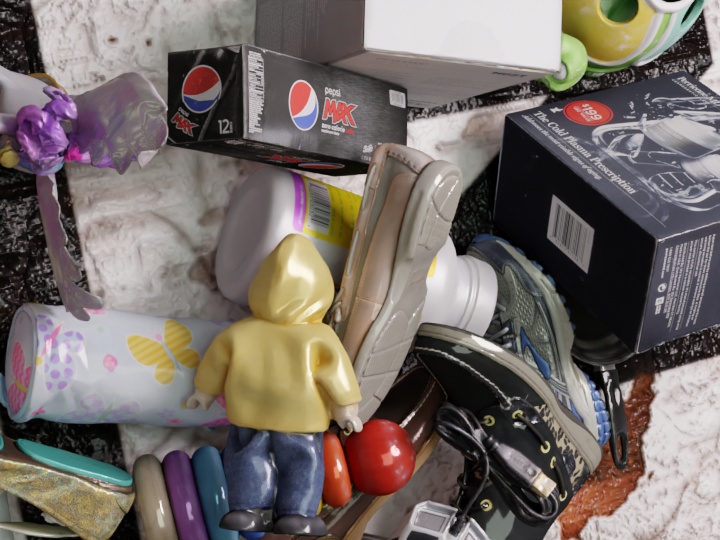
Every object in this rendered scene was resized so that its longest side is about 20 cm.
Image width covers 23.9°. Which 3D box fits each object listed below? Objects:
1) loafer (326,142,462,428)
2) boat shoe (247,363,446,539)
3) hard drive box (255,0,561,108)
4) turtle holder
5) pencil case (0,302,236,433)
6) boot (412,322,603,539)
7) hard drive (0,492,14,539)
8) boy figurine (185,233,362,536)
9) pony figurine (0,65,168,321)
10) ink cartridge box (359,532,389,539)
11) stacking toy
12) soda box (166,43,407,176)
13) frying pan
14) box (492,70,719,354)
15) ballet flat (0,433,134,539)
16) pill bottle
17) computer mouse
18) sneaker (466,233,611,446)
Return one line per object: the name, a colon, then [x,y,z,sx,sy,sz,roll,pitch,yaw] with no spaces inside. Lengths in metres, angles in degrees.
loafer: [0.011,0.009,1.184,0.072,0.063,0.202,-9,123,-61]
boat shoe: [-0.005,0.144,1.273,0.070,0.070,0.200,45,71,-22]
hard drive box: [0.030,-0.173,1.229,0.155,0.200,0.078,3,87,-26]
turtle holder: [0.197,-0.228,1.348,0.184,0.131,0.142,-17,96,-25]
pencil case: [-0.151,0.071,1.199,0.198,0.091,0.084,7,64,-26]
boot: [0.086,0.147,1.240,0.203,0.073,0.155,42,68,-35]
hard drive: [-0.302,0.191,1.155,0.131,0.026,0.202,-10,92,-25]
boy figurine: [-0.058,0.077,1.145,0.123,0.064,0.202,0,82,17]
pony figurine: [-0.214,-0.090,1.130,0.199,0.194,0.167,18,120,-29]
ink cartridge box: [0.025,0.315,1.274,0.200,0.084,0.145,47,70,-16]
stacking toy: [-0.058,0.149,1.210,0.198,0.085,0.086,-15,95,-7]
soda box: [-0.047,-0.107,1.177,0.199,0.070,0.064,7,83,-56]
frying pan: [0.212,0.053,1.402,0.114,0.031,0.191,-31,105,-23]
box: [0.233,-0.052,1.312,0.181,0.200,0.105,-15,129,-26]
ballet flat: [-0.247,0.134,1.136,0.199,0.071,0.071,27,77,-23]
pill bottle: [0.000,0.000,1.262,0.199,0.104,0.105,19,80,-24]
computer mouse: [0.051,0.200,1.198,0.109,0.044,0.201,33,100,1]
sneaker: [0.125,0.069,1.337,0.085,0.077,0.201,-29,100,-19]
